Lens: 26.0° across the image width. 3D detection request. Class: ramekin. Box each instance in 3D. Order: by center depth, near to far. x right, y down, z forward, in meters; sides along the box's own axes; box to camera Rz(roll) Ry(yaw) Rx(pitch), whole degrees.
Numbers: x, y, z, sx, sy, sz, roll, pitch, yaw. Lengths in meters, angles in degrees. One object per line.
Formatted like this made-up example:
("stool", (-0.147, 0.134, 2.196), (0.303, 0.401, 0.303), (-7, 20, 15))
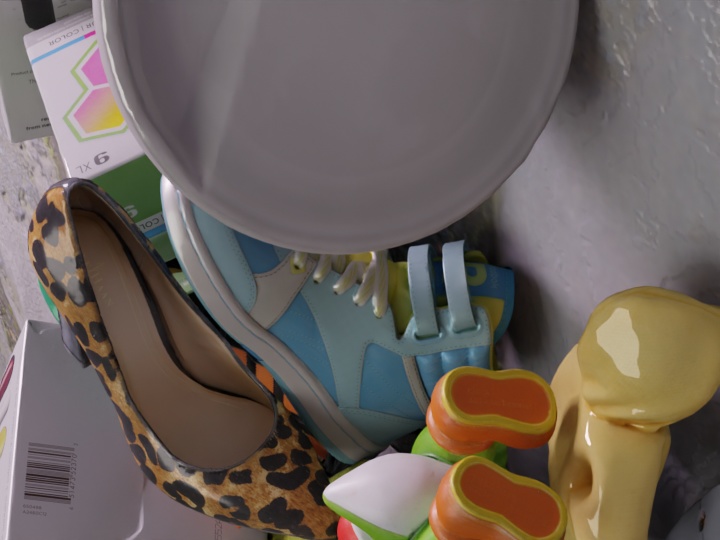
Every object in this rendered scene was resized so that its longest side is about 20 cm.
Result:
("ramekin", (-0.018, -0.114, 0.643), (0.094, 0.201, 0.204), (30, 140, 65))

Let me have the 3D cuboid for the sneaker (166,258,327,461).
("sneaker", (-0.046, 0.042, 0.897), (0.090, 0.070, 0.200), (-26, 129, 36))

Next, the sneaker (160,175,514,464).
("sneaker", (0.000, 0.000, 0.770), (0.200, 0.130, 0.080), (52, -155, -33))

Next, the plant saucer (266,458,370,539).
("plant saucer", (0.027, 0.209, 0.872), (0.200, 0.048, 0.200), (43, 152, -4))

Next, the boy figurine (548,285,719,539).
("boy figurine", (0.113, 0.081, 0.699), (0.125, 0.064, 0.202), (-86, 5, -53))

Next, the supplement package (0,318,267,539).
("supplement package", (-0.143, 0.152, 0.929), (0.111, 0.154, 0.202), (126, 148, -52))

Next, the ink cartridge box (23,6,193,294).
("ink cartridge box", (-0.115, -0.077, 0.877), (0.060, 0.103, 0.201), (69, 176, -46))

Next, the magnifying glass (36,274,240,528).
("magnifying glass", (-0.118, 0.059, 0.899), (0.022, 0.079, 0.201), (-39, 84, 29))

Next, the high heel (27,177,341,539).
("high heel", (-0.084, 0.045, 0.748), (0.199, 0.071, 0.143), (37, 151, 20))

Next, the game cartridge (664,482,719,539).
("game cartridge", (0.150, 0.184, 0.693), (0.201, 0.040, 0.134), (106, 169, -50))

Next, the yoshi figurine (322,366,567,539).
("yoshi figurine", (0.045, 0.138, 0.723), (0.112, 0.112, 0.201), (50, 140, 19))

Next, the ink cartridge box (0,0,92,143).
("ink cartridge box", (-0.208, -0.207, 0.983), (0.145, 0.083, 0.201), (-116, 19, -45))

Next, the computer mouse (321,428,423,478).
("computer mouse", (0.058, 0.151, 0.886), (0.199, 0.046, 0.141), (34, 136, 15))
